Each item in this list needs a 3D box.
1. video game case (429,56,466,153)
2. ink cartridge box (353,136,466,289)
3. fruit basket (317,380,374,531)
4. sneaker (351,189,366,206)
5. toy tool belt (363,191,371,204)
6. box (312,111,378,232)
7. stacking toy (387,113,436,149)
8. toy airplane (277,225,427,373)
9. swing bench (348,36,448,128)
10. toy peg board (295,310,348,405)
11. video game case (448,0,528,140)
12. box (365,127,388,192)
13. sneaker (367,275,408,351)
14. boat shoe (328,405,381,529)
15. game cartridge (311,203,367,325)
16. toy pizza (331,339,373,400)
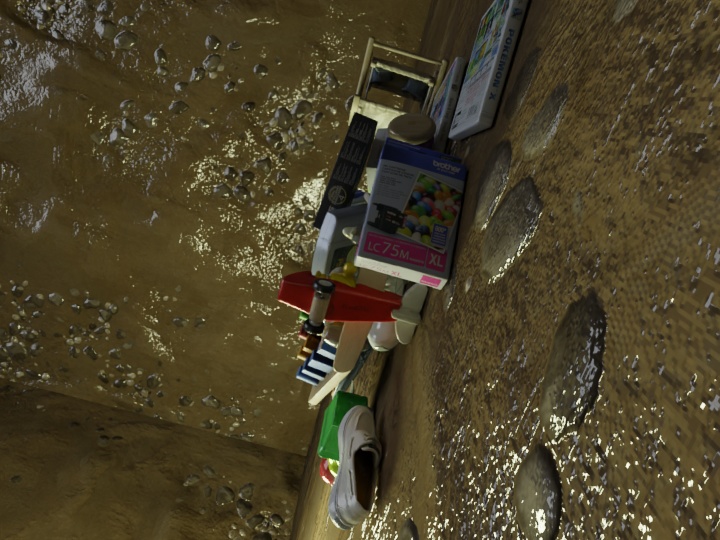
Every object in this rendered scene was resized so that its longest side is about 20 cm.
[{"bbox_3d":[0.154,-0.289,1.011,0.200,0.023,0.185,140,144,-86],"label":"video game case"},{"bbox_3d":[0.070,-0.087,0.670,0.042,0.118,0.202,109,175,-66],"label":"ink cartridge box"},{"bbox_3d":[-0.030,0.339,0.953,0.186,0.092,0.203,-82,-2,-69],"label":"fruit basket"},{"bbox_3d":[0.000,-0.104,1.087,0.201,0.079,0.116,73,-161,-48],"label":"sneaker"},{"bbox_3d":[0.072,-0.138,0.805,0.201,0.121,0.126,-78,11,-50],"label":"toy tool belt"},{"bbox_3d":[-0.026,-0.159,0.904,0.161,0.049,0.202,-110,40,-84],"label":"box"},{"bbox_3d":[0.095,-0.178,0.939,0.086,0.084,0.202,-78,-13,-45],"label":"stacking toy"},{"bbox_3d":[-0.001,0.035,0.764,0.199,0.200,0.141,-35,31,-2],"label":"toy airplane"},{"bbox_3d":[0.088,-0.432,1.267,0.130,0.196,0.203,-100,24,-83],"label":"swing bench"},{"bbox_3d":[-0.073,0.125,1.003,0.200,0.097,0.201,-53,16,50],"label":"toy peg board"},{"bbox_3d":[0.169,-0.275,0.686,0.200,0.022,0.185,-89,13,-81],"label":"video game case"},{"bbox_3d":[0.047,-0.150,1.002,0.157,0.041,0.202,-76,-14,-49],"label":"box"},{"bbox_3d":[0.041,0.035,0.856,0.080,0.069,0.203,57,-143,-51],"label":"sneaker"},{"bbox_3d":[0.004,0.282,0.775,0.070,0.071,0.201,-41,18,30],"label":"boat shoe"},{"bbox_3d":[-0.023,-0.007,0.858,0.041,0.132,0.203,33,125,40],"label":"game cartridge"},{"bbox_3d":[-0.008,0.175,1.055,0.201,0.031,0.201,-56,-11,-16],"label":"toy pizza"}]
